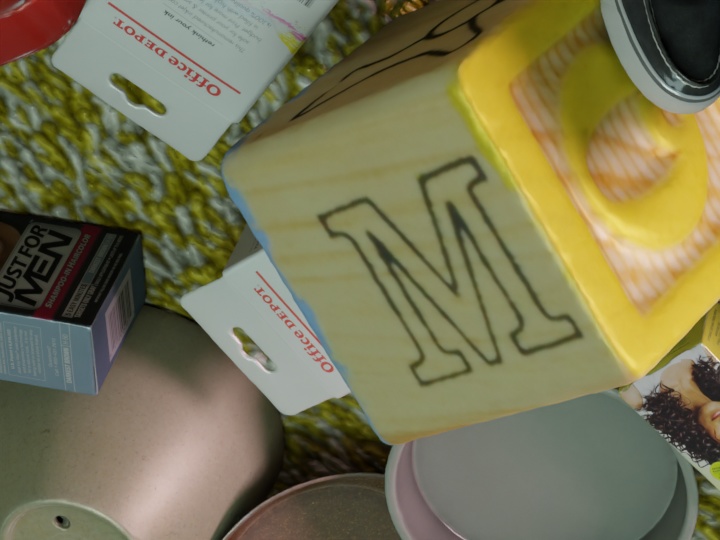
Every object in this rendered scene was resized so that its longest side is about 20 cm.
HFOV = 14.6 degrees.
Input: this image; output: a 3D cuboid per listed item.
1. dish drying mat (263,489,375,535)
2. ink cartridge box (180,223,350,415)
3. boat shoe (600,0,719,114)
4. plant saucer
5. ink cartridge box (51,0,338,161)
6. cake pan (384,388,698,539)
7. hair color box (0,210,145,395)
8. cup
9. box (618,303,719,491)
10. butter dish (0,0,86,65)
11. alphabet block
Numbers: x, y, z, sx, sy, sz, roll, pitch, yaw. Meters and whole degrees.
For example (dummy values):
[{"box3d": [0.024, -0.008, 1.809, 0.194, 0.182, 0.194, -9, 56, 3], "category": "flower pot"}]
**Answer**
[{"box3d": [-0.024, 0.228, 1.943, 0.077, 0.018, 0.200, -5, 126, -2], "category": "dish drying mat"}, {"box3d": [0.000, 0.000, 1.732, 0.200, 0.068, 0.116, -27, 114, 32], "category": "ink cartridge box"}, {"box3d": [0.166, -0.184, 1.459, 0.070, 0.200, 0.066, 2, 167, -17], "category": "boat shoe"}, {"box3d": [-0.020, 0.213, 1.882, 0.200, 0.037, 0.200, -8, 118, -15], "category": "plant saucer"}, {"box3d": [-0.081, -0.168, 1.626, 0.117, 0.067, 0.200, 35, 129, -10], "category": "ink cartridge box"}, {"box3d": [0.117, 0.134, 1.802, 0.200, 0.037, 0.200, 5, 125, 7], "category": "cake pan"}, {"box3d": [-0.248, 0.012, 1.805, 0.200, 0.099, 0.061, 9, 130, 12], "category": "hair color box"}, {"box3d": [-0.165, 0.141, 1.850, 0.200, 0.143, 0.200, 9, 129, 11], "category": "cup"}, {"box3d": [0.255, 0.110, 1.743, 0.200, 0.050, 0.075, 42, 128, -16], "category": "box"}, {"box3d": [-0.214, -0.179, 1.566, 0.200, 0.200, 0.148, -12, 147, 26], "category": "butter dish"}, {"box3d": [0.082, -0.046, 1.539, 0.200, 0.195, 0.196, -18, 109, 48], "category": "alphabet block"}]
